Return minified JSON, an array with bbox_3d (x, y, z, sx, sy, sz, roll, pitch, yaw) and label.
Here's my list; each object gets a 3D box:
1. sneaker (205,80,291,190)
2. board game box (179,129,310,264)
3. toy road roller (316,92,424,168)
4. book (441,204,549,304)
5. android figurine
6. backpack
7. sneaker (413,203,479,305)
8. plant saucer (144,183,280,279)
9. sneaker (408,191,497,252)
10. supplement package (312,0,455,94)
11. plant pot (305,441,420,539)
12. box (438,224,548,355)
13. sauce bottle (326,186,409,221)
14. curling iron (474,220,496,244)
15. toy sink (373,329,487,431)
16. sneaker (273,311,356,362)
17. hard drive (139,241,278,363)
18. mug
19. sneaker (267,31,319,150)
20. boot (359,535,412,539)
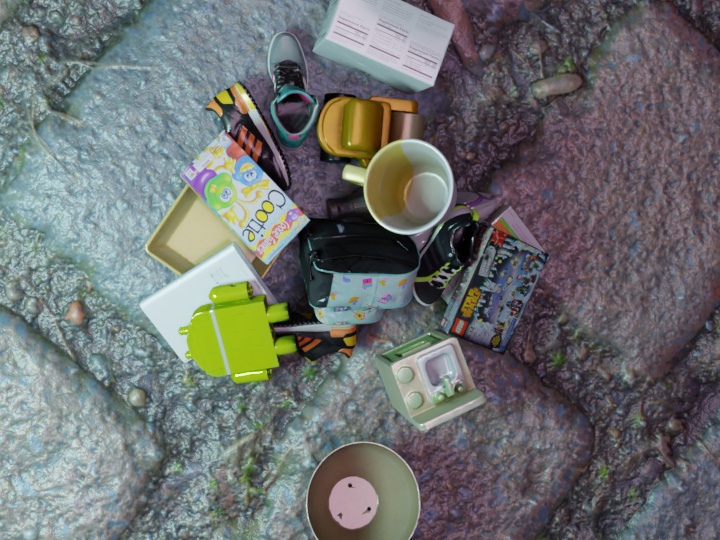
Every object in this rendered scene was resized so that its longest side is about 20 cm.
[{"bbox_3d":[-0.192,-0.217,1.559,0.089,0.070,0.202,-27,97,2],"label":"sneaker"},{"bbox_3d":[-0.192,-0.119,1.492,0.103,0.105,0.200,-45,101,-5],"label":"board game box"},{"bbox_3d":[0.022,-0.239,1.558,0.197,0.146,0.125,4,93,-12],"label":"toy road roller"},{"bbox_3d":[0.238,-0.003,1.675,0.200,0.048,0.134,-43,103,-5],"label":"book"},{"bbox_3d":[-0.206,0.109,1.517,0.197,0.041,0.185,-10,113,7],"label":"android figurine"},{"bbox_3d":[0.000,0.000,1.552,0.197,0.177,0.155,-5,124,-12],"label":"backpack"},{"bbox_3d":[0.148,-0.021,1.575,0.071,0.083,0.202,12,110,-26],"label":"sneaker"},{"bbox_3d":[-0.237,-0.063,1.564,0.199,0.048,0.201,35,86,-12],"label":"plant saucer"},{"bbox_3d":[0.162,-0.077,1.651,0.198,0.075,0.101,-26,122,-12],"label":"sneaker"},{"bbox_3d":[0.036,-0.396,1.546,0.197,0.156,0.112,21,91,-13],"label":"supplement package"},{"bbox_3d":[-0.004,0.409,1.593,0.197,0.135,0.204,2,75,-8],"label":"plant pot"},{"bbox_3d":[0.238,0.036,1.615,0.135,0.040,0.203,21,95,-27],"label":"box"},{"bbox_3d":[0.039,-0.126,1.612,0.197,0.066,0.067,-16,97,-11],"label":"sauce bottle"},{"bbox_3d":[0.238,0.005,1.641,0.049,0.026,0.203,-13,106,2],"label":"curling iron"},{"bbox_3d":[0.117,0.183,1.581,0.129,0.200,0.114,-23,99,-9],"label":"toy sink"},{"bbox_3d":[-0.104,0.123,1.589,0.197,0.070,0.091,-2,110,-6],"label":"sneaker"},{"bbox_3d":[-0.256,0.056,1.535,0.198,0.025,0.133,-30,109,14],"label":"hard drive"},{"bbox_3d":[0.084,-0.145,1.507,0.149,0.153,0.187,-45,77,11],"label":"mug"},{"bbox_3d":[-0.118,-0.310,1.536,0.082,0.121,0.204,-6,95,-11],"label":"sneaker"},{"bbox_3d":[0.099,0.533,1.664,0.197,0.076,0.171,-13,100,-5],"label":"boot"}]
